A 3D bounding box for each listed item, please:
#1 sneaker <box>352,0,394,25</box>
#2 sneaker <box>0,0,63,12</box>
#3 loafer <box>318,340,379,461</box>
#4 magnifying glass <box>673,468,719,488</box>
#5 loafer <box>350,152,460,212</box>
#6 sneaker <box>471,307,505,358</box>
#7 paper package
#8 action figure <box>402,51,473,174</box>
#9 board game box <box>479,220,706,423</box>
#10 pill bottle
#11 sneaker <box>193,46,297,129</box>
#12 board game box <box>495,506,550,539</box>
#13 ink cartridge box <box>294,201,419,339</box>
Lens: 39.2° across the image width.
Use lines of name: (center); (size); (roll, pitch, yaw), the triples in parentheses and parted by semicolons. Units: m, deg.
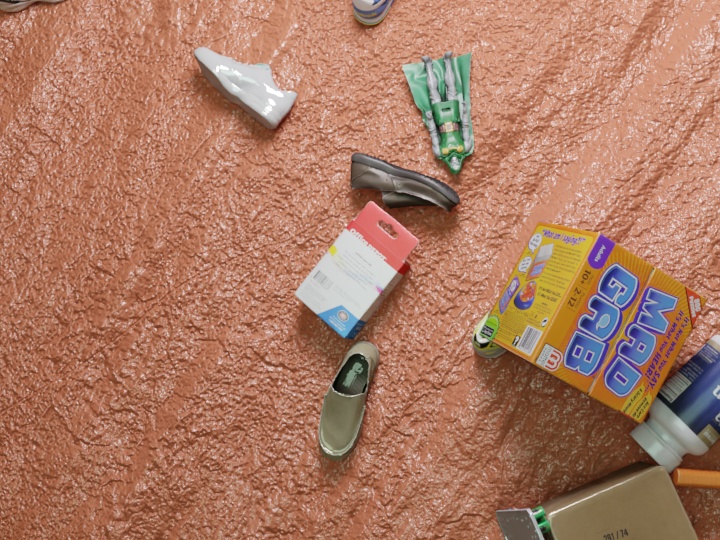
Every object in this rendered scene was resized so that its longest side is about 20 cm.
sneaker: (0.047, -0.516, 1.706); (0.074, 0.082, 0.201); (25, 87, 15)
sneaker: (-0.598, -0.533, 1.851); (0.199, 0.088, 0.076); (-19, 78, 8)
loafer: (-0.026, 0.210, 1.642); (0.075, 0.068, 0.202); (15, 87, 14)
magnifying glass: (0.559, 0.311, 1.490); (0.198, 0.022, 0.080); (5, 89, -6)
loafer: (0.070, -0.133, 1.668); (0.199, 0.073, 0.072); (22, 99, 19)
sneaker: (0.257, 0.062, 1.593); (0.075, 0.076, 0.200); (43, 93, 15)
paper package: (0.381, 0.403, 1.486); (0.199, 0.103, 0.192); (-23, 84, -5)
action figure: (0.143, -0.257, 1.671); (0.117, 0.055, 0.202); (-11, 85, 8)
board game box: (0.332, 0.069, 1.475); (0.199, 0.200, 0.201); (28, 90, -16)
pill bottle: (0.501, 0.203, 1.502); (0.111, 0.111, 0.200); (45, 96, 14)
sneaker: (-0.198, -0.334, 1.754); (0.200, 0.075, 0.089); (39, 80, 8)
board game box: (0.271, 0.444, 1.487); (0.026, 0.200, 0.201); (-21, 79, -11)
ink cartridge box: (0.000, 0.000, 1.662); (0.116, 0.067, 0.200); (40, 93, 13)
